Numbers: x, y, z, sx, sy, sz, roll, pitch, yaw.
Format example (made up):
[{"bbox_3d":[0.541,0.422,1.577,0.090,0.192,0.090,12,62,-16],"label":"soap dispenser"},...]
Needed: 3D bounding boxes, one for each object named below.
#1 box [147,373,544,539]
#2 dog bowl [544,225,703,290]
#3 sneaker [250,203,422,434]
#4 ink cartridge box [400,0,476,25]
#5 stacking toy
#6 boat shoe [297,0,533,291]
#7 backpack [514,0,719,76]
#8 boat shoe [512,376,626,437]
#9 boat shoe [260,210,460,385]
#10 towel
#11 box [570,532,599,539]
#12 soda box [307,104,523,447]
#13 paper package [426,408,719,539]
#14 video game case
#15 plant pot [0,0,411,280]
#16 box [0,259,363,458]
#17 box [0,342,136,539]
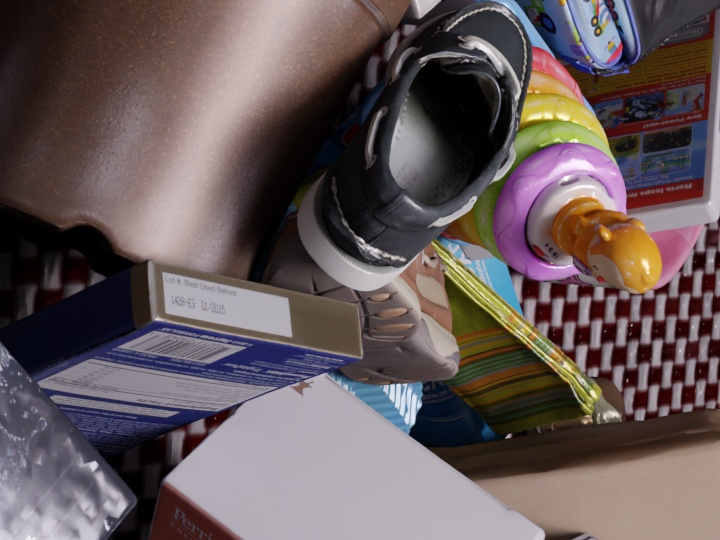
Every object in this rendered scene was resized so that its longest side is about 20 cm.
[{"bbox_3d":[-0.021,0.169,1.045,0.106,0.152,0.201,-42,159,-37],"label":"box"},{"bbox_3d":[0.173,-0.077,1.313,0.200,0.073,0.201,-50,151,-41],"label":"dog bowl"},{"bbox_3d":[-0.054,0.019,1.106,0.200,0.081,0.077,53,57,-26],"label":"sneaker"},{"bbox_3d":[-0.011,-0.196,1.090,0.067,0.117,0.201,-44,126,-35],"label":"ink cartridge box"},{"bbox_3d":[0.090,-0.037,1.041,0.110,0.200,0.116,-41,125,0],"label":"stacking toy"},{"bbox_3d":[0.041,-0.066,0.950,0.076,0.060,0.200,39,43,-11],"label":"boat shoe"},{"bbox_3d":[0.089,-0.210,1.163,0.134,0.200,0.183,-36,126,-23],"label":"backpack"},{"bbox_3d":[0.103,0.160,1.244,0.076,0.072,0.202,2,89,-21],"label":"boat shoe"},{"bbox_3d":[0.000,0.000,1.020,0.200,0.075,0.072,55,34,-70],"label":"boat shoe"},{"bbox_3d":[0.034,0.020,1.151,0.200,0.086,0.018,41,53,-20],"label":"towel"},{"bbox_3d":[0.073,0.230,1.054,0.201,0.060,0.117,-58,165,8],"label":"box"},{"bbox_3d":[0.039,0.005,1.223,0.068,0.064,0.201,-46,128,-36],"label":"soda box"},{"bbox_3d":[0.128,0.187,1.159,0.103,0.189,0.201,-35,115,-77],"label":"paper package"},{"bbox_3d":[0.133,-0.097,1.186,0.017,0.142,0.201,56,34,-43],"label":"video game case"},{"bbox_3d":[-0.086,-0.097,0.969,0.200,0.200,0.199,31,79,-48],"label":"plant pot"},{"bbox_3d":[-0.111,0.046,0.955,0.121,0.199,0.033,12,62,-44],"label":"box"},{"bbox_3d":[-0.230,0.094,0.835,0.200,0.117,0.197,51,56,-20],"label":"box"}]
